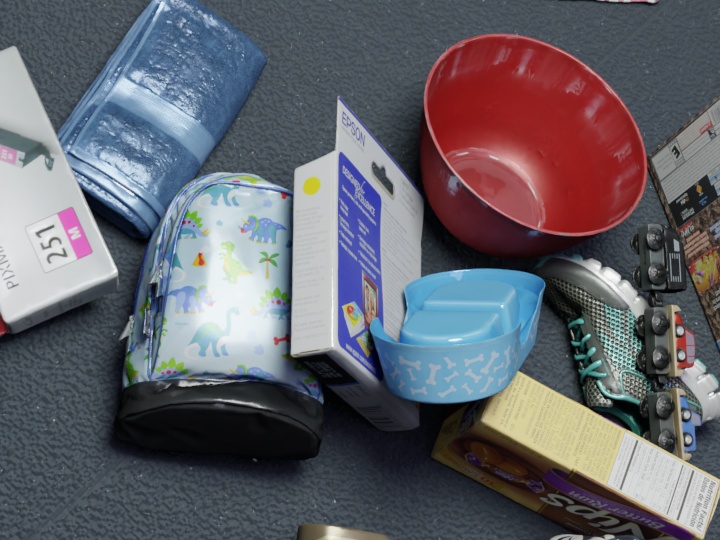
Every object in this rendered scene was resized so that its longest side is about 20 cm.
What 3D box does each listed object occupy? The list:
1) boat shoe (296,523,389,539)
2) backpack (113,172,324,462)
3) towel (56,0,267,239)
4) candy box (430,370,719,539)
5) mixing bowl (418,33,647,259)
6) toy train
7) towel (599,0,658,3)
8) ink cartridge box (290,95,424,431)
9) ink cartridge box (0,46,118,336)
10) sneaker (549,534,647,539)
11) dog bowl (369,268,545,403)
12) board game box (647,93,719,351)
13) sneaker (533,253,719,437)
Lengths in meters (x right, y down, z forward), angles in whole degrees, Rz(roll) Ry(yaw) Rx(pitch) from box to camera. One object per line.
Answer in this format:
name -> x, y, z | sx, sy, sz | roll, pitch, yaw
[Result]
boat shoe -> 0.043, 0.245, 1.265 | 0.198, 0.072, 0.068 | 10, 71, -5
backpack -> -0.099, 0.027, 1.265 | 0.162, 0.154, 0.201 | 8, 55, -9
towel -> -0.163, -0.130, 1.341 | 0.111, 0.049, 0.201 | 33, 63, -6
candy box -> 0.168, 0.156, 1.310 | 0.199, 0.117, 0.057 | 30, 64, -7
mixing bowl -> 0.126, -0.085, 1.380 | 0.199, 0.109, 0.201 | 11, 55, -16
toy train -> 0.249, 0.062, 1.347 | 0.045, 0.034, 0.202 | 2, 82, -25
towel -> 0.186, -0.322, 1.544 | 0.198, 0.030, 0.147 | 1, 71, -19
ink cartridge box -> 0.000, 0.000, 1.278 | 0.047, 0.198, 0.201 | -9, 66, 19
ink cartridge box -> -0.299, -0.046, 1.244 | 0.173, 0.044, 0.201 | -24, 79, -12
sneaker -> 0.230, 0.272, 1.280 | 0.199, 0.130, 0.079 | 46, 64, 1
dog bowl -> 0.077, 0.048, 1.255 | 0.111, 0.200, 0.050 | 1, 106, 17
board game box -> 0.353, -0.047, 1.426 | 0.096, 0.159, 0.201 | -13, 76, -23
sneaker -> 0.210, 0.072, 1.382 | 0.200, 0.078, 0.091 | 45, 67, 3
